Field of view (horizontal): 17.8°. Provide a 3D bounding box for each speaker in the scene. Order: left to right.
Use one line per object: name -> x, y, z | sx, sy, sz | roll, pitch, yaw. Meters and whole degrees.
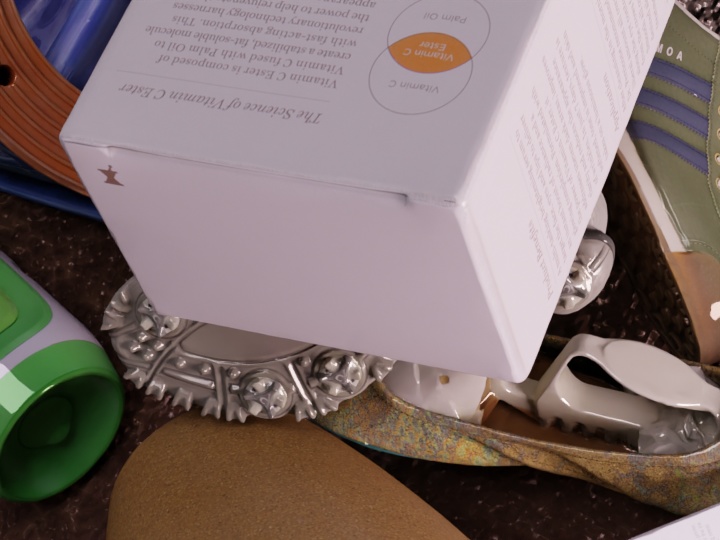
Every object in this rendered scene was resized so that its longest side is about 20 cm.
speaker -> -0.196, 0.019, 1.043 | 0.088, 0.088, 0.200 | -48, 59, -6

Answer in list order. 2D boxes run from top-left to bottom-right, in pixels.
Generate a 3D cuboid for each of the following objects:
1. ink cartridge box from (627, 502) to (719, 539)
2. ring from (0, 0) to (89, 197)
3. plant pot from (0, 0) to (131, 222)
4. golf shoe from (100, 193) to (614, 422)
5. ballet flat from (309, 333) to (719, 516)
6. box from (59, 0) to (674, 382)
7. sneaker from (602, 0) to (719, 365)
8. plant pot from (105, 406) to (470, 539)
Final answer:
ink cartridge box -> 0.172, 0.125, 0.863 | 0.200, 0.037, 0.095 | -23, 79, 7
ring -> -0.080, -0.121, 0.910 | 0.019, 0.200, 0.201 | -17, 48, 64
plant pot -> -0.138, -0.132, 1.038 | 0.200, 0.180, 0.200 | 17, 73, 27
golf shoe -> 0.000, 0.000, 0.902 | 0.200, 0.078, 0.097 | -13, 21, 8
ballet flat -> 0.068, 0.046, 0.912 | 0.200, 0.071, 0.071 | 14, 70, 11
box -> 0.012, -0.080, 0.819 | 0.152, 0.106, 0.200 | 11, 59, 24
sneaker -> 0.136, -0.062, 0.964 | 0.090, 0.067, 0.200 | -21, 68, -10
plant pot -> -0.023, 0.146, 0.877 | 0.186, 0.186, 0.200 | -35, 41, 2
